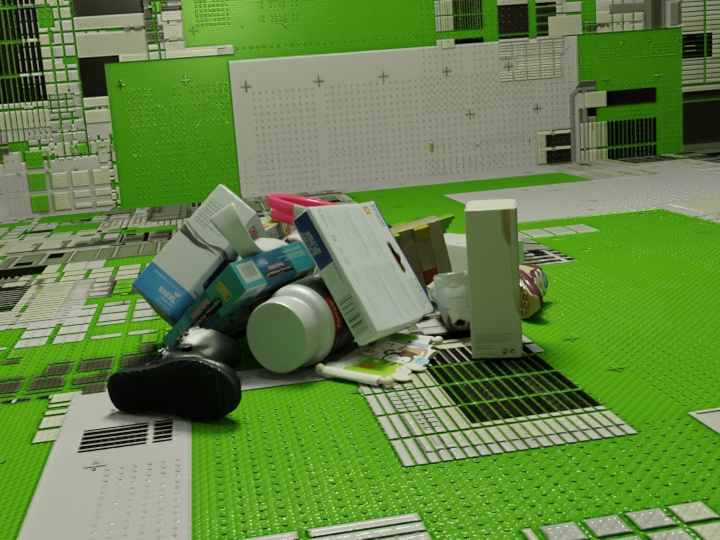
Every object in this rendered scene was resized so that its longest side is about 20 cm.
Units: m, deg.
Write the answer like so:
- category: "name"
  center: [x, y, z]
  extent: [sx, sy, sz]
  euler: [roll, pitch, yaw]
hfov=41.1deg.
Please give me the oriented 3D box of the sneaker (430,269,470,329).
- category: "sneaker"
  center: [0.143, 0.053, 1.474]
  extent: [0.069, 0.082, 0.200]
  euler: [-10, -9, 6]

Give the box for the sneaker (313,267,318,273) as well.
- category: "sneaker"
  center: [0.013, 0.027, 1.536]
  extent: [0.196, 0.085, 0.077]
  euler: [14, 26, 12]

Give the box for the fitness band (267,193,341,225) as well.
- category: "fitness band"
  center: [-0.074, -0.097, 1.677]
  extent: [0.198, 0.038, 0.142]
  euler: [19, 13, 35]

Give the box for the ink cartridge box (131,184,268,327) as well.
- category: "ink cartridge box"
  center: [-0.233, -0.008, 1.453]
  extent: [0.083, 0.201, 0.145]
  euler: [36, -13, 17]

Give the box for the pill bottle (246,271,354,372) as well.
- category: "pill bottle"
  center: [-0.067, 0.067, 1.346]
  extent: [0.112, 0.116, 0.199]
  euler: [1, 13, 26]

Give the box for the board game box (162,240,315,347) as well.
- category: "board game box"
  center: [-0.174, 0.046, 1.380]
  extent: [0.150, 0.047, 0.200]
  euler: [-21, -18, -50]

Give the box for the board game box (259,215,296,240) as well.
- category: "board game box"
  center: [-0.198, -0.060, 1.682]
  extent: [0.132, 0.035, 0.200]
  euler: [-9, 11, 11]

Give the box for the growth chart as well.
- category: "growth chart"
  center: [0.033, 0.118, 1.310]
  extent: [0.142, 0.018, 0.199]
  euler: [3, 14, 28]

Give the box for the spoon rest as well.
- category: "spoon rest"
  center: [-0.155, -0.025, 1.373]
  extent: [0.099, 0.061, 0.200]
  euler: [-35, -24, -1]

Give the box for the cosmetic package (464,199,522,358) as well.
- category: "cosmetic package"
  center: [0.183, 0.009, 1.313]
  extent: [0.070, 0.204, 0.105]
  euler: [-2, 12, 9]

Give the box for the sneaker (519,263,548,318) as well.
- category: "sneaker"
  center: [0.267, 0.023, 1.539]
  extent: [0.088, 0.076, 0.200]
  euler: [-12, 13, -9]

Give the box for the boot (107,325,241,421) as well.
- category: "boot"
  center: [-0.197, 0.123, 1.214]
  extent: [0.197, 0.078, 0.168]
  euler: [-5, 13, 29]

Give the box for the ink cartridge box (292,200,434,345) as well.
- category: "ink cartridge box"
  center: [0.008, -0.002, 1.372]
  extent: [0.040, 0.202, 0.199]
  euler: [-34, -11, 27]

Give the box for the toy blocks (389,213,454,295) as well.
- category: "toy blocks"
  center: [0.074, -0.002, 1.608]
  extent: [0.196, 0.139, 0.100]
  euler: [-16, 12, -4]

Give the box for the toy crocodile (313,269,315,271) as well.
- category: "toy crocodile"
  center: [0.000, 0.000, 1.655]
  extent: [0.197, 0.069, 0.062]
  euler: [16, -13, -18]

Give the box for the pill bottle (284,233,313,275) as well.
- category: "pill bottle"
  center: [-0.040, -0.021, 1.757]
  extent: [0.198, 0.122, 0.119]
  euler: [-14, 15, -39]

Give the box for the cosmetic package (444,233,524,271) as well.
- category: "cosmetic package"
  center: [0.202, -0.024, 1.803]
  extent: [0.101, 0.076, 0.198]
  euler: [-13, 16, -40]
